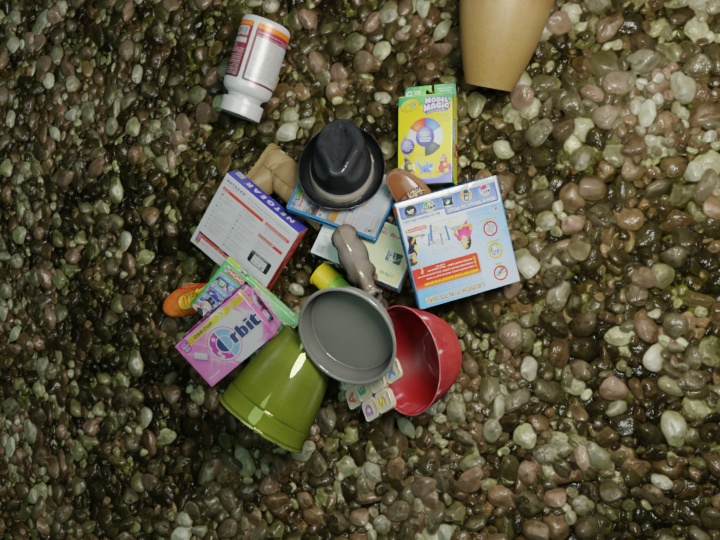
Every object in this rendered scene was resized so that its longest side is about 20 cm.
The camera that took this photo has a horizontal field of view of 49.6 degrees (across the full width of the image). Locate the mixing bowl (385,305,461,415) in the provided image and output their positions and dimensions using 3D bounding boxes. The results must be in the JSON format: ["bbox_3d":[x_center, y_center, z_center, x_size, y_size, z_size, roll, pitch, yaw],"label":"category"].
[{"bbox_3d":[0.118,0.159,1.462,0.198,0.107,0.205,13,107,51],"label":"mixing bowl"}]

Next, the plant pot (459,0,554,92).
[{"bbox_3d":[0.256,-0.441,1.441,0.183,0.186,0.204,16,104,21],"label":"plant pot"}]

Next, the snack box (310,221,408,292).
[{"bbox_3d":[0.012,-0.047,1.551,0.197,0.037,0.118,22,77,17],"label":"snack box"}]

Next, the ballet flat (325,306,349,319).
[{"bbox_3d":[-0.065,0.078,1.535,0.200,0.070,0.072,-38,69,57],"label":"ballet flat"}]

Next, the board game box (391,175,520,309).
[{"bbox_3d":[0.175,-0.053,1.439,0.196,0.056,0.200,-15,96,-3],"label":"board game box"}]

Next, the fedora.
[{"bbox_3d":[-0.041,-0.224,1.536,0.196,0.092,0.204,-2,61,3],"label":"fedora"}]

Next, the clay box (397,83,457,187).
[{"bbox_3d":[0.132,-0.268,1.535,0.112,0.047,0.205,-1,87,21],"label":"clay box"}]

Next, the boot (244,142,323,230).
[{"bbox_3d":[-0.154,-0.148,1.632,0.199,0.066,0.177,37,100,18],"label":"boot"}]

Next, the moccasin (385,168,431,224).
[{"bbox_3d":[0.112,-0.105,1.493,0.073,0.078,0.204,-28,93,27],"label":"moccasin"}]

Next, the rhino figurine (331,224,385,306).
[{"bbox_3d":[0.000,0.000,1.470,0.059,0.088,0.203,-26,69,2],"label":"rhino figurine"}]

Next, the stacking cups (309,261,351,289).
[{"bbox_3d":[-0.017,0.070,1.564,0.200,0.060,0.061,45,102,18],"label":"stacking cups"}]

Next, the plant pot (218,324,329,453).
[{"bbox_3d":[-0.148,0.222,1.551,0.198,0.200,0.195,31,85,20],"label":"plant pot"}]

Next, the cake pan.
[{"bbox_3d":[-0.020,0.115,1.437,0.196,0.037,0.204,11,119,20],"label":"cake pan"}]

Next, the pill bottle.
[{"bbox_3d":[-0.227,-0.425,1.654,0.108,0.109,0.204,20,94,21],"label":"pill bottle"}]

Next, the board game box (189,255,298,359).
[{"bbox_3d":[-0.239,0.087,1.621,0.199,0.029,0.135,42,107,-6],"label":"board game box"}]

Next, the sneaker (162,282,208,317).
[{"bbox_3d":[-0.353,0.056,1.691,0.196,0.077,0.075,-15,83,21],"label":"sneaker"}]

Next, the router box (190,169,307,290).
[{"bbox_3d":[-0.234,-0.074,1.624,0.199,0.049,0.181,40,115,7],"label":"router box"}]

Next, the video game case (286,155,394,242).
[{"bbox_3d":[-0.032,-0.150,1.565,0.196,0.018,0.145,20,69,14],"label":"video game case"}]

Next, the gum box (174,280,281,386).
[{"bbox_3d":[-0.264,0.127,1.586,0.199,0.066,0.114,-39,100,17],"label":"gum box"}]

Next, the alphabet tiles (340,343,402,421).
[{"bbox_3d":[0.008,0.184,1.514,0.195,0.014,0.203,-41,64,49],"label":"alphabet tiles"}]
